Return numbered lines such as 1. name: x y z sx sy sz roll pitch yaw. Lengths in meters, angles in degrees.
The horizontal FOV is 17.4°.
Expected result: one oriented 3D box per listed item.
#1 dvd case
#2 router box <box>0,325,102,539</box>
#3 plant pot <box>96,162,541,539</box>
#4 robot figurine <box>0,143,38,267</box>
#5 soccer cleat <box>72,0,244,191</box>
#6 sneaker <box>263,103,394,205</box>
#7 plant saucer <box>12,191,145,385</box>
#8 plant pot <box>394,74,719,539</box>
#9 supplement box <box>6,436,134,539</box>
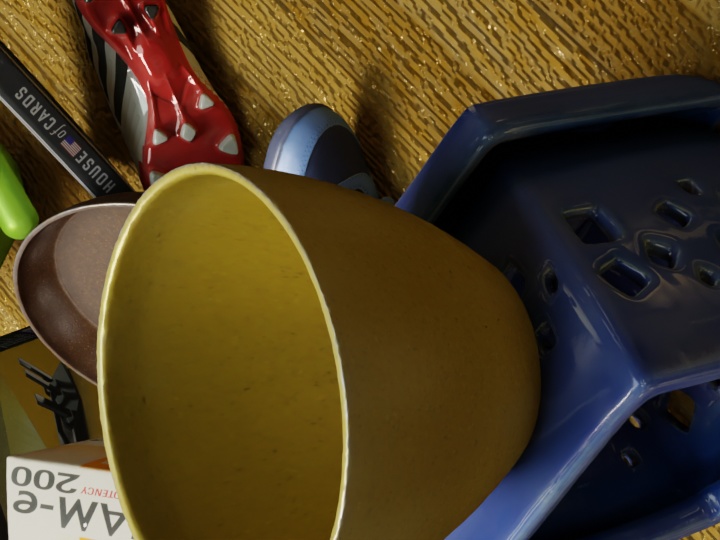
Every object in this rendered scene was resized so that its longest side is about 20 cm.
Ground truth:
1. dvd case: -0.206 -0.107 1.446 0.200 0.025 0.150 48 178 -34
2. router box: -0.219 0.143 1.583 0.052 0.157 0.202 0 107 48
3. plant pot: -0.006 0.050 1.030 0.199 0.141 0.202 10 102 54
4. robot figurine: -0.296 -0.024 1.586 0.115 0.201 0.175 38 129 -17
5. soccer cleat: -0.125 -0.112 1.452 0.201 0.068 0.085 66 174 -16
6. sneaker: 0.000 0.000 1.350 0.082 0.074 0.201 9 120 45
7. plant saucer: -0.112 0.017 1.438 0.199 0.035 0.201 11 140 9
8. plant pot: 0.113 0.023 1.142 0.180 0.199 0.200 59 138 23
9. supplement box: -0.093 0.133 1.376 0.125 0.199 0.074 3 97 36
